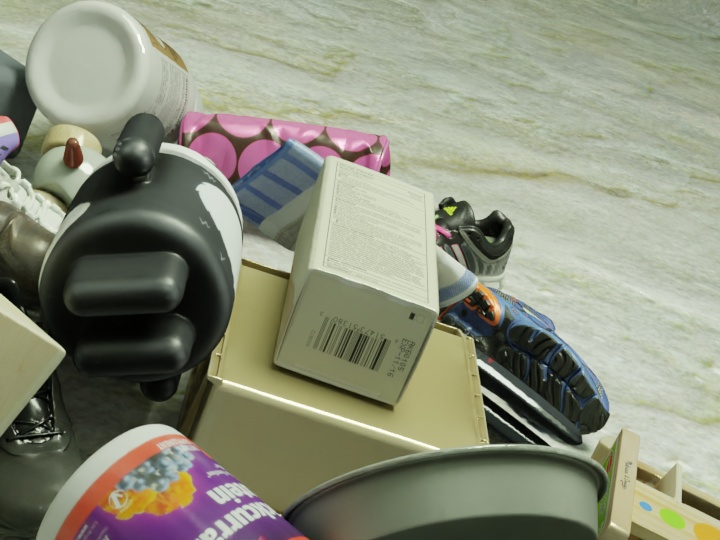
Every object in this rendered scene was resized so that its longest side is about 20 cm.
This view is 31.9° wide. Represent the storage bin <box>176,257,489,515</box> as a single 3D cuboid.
[{"bbox_3d":[-0.021,0.092,0.901,0.199,0.094,0.199,18,25,-9],"label":"storage bin"}]

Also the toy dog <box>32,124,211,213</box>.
[{"bbox_3d":[-0.186,-0.060,1.034,0.199,0.096,0.133,4,67,-25],"label":"toy dog"}]

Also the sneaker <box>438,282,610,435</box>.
[{"bbox_3d":[0.154,0.069,1.113,0.078,0.076,0.200,3,33,-42],"label":"sneaker"}]

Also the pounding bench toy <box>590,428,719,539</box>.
[{"bbox_3d":[0.220,0.199,0.851,0.155,0.125,0.200,25,25,4],"label":"pounding bench toy"}]

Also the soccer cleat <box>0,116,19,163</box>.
[{"bbox_3d":[-0.300,-0.049,0.855,0.073,0.200,0.069,-28,90,-44],"label":"soccer cleat"}]

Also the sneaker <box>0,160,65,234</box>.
[{"bbox_3d":[-0.272,-0.037,0.955,0.199,0.088,0.075,19,24,-9],"label":"sneaker"}]

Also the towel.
[{"bbox_3d":[-0.010,-0.025,1.049,0.200,0.147,0.024,37,63,-15],"label":"towel"}]

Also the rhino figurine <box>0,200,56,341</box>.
[{"bbox_3d":[-0.212,0.016,0.908,0.199,0.060,0.088,30,41,-18],"label":"rhino figurine"}]

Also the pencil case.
[{"bbox_3d":[-0.072,-0.090,1.171,0.198,0.091,0.094,5,72,-2],"label":"pencil case"}]

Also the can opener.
[{"bbox_3d":[0.093,0.091,1.030,0.199,0.064,0.079,31,26,18],"label":"can opener"}]

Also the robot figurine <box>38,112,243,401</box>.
[{"bbox_3d":[-0.138,-0.007,0.827,0.124,0.151,0.200,33,20,-15],"label":"robot figurine"}]

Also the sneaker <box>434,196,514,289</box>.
[{"bbox_3d":[0.070,-0.032,1.220,0.199,0.088,0.074,6,30,-30],"label":"sneaker"}]

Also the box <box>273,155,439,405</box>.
[{"bbox_3d":[0.000,0.000,0.896,0.094,0.078,0.200,20,25,-6],"label":"box"}]

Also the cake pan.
[{"bbox_3d":[0.051,0.157,0.743,0.199,0.200,0.037,8,57,-27],"label":"cake pan"}]

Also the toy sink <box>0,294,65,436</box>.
[{"bbox_3d":[-0.294,0.027,0.714,0.200,0.131,0.112,36,-7,25],"label":"toy sink"}]

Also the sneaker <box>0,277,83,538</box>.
[{"bbox_3d":[-0.215,0.079,0.769,0.076,0.091,0.200,-3,36,-36],"label":"sneaker"}]

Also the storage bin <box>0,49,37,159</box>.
[{"bbox_3d":[-0.379,-0.179,1.101,0.199,0.146,0.134,34,17,22],"label":"storage bin"}]

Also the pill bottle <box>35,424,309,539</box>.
[{"bbox_3d":[-0.069,0.181,0.667,0.199,0.112,0.111,35,28,23],"label":"pill bottle"}]

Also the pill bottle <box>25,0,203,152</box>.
[{"bbox_3d":[-0.215,-0.165,1.156,0.114,0.115,0.200,28,0,12],"label":"pill bottle"}]
